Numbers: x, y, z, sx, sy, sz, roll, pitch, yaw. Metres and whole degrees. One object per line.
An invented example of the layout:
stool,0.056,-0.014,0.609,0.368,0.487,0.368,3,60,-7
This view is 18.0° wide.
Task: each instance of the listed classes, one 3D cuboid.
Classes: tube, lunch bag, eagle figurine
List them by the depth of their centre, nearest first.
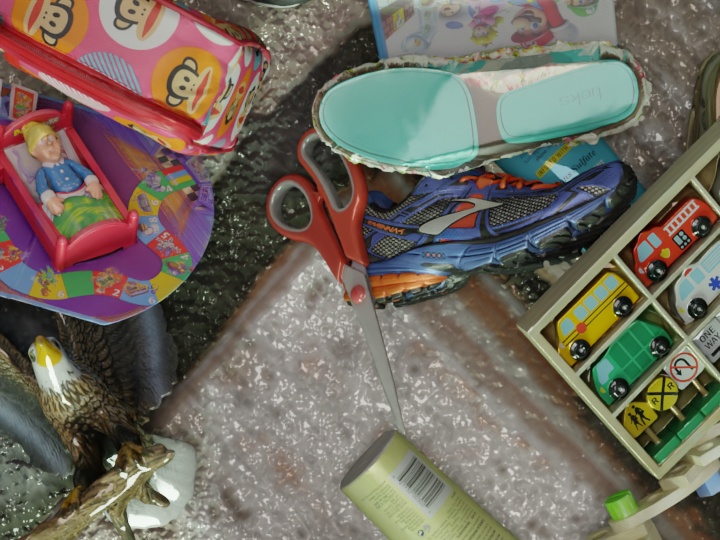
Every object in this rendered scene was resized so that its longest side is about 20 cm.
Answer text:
lunch bag,-0.147,-0.137,1.316,0.175,0.200,0.082,27,92,5
eagle figurine,-0.182,0.063,1.379,0.151,0.151,0.201,-8,50,-32
tube,0.106,-0.084,1.384,0.077,0.050,0.200,-42,84,-9
tube,0.073,0.184,1.395,0.200,0.052,0.058,43,125,-5

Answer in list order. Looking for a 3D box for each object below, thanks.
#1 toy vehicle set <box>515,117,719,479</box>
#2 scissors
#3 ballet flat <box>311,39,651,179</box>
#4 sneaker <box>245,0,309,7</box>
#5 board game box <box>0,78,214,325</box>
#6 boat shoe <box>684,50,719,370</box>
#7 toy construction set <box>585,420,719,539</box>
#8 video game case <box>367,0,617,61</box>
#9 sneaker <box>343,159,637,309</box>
toy vehicle set,0.202,0.007,1.326,0.200,0.027,0.124,-45,106,-3
scissors,0.000,0.000,1.352,0.073,0.014,0.201,-46,54,22
ballet flat,0.071,-0.095,1.335,0.198,0.064,0.076,-3,98,0
sneaker,-0.102,-0.231,1.371,0.200,0.080,0.074,39,93,0
board game box,-0.185,-0.054,1.352,0.198,0.039,0.159,16,51,1
boat shoe,0.227,-0.033,1.374,0.073,0.063,0.202,4,96,-15
toy construction set,0.207,0.188,1.362,0.130,0.092,0.201,-23,85,21
video game case,0.070,-0.185,1.294,0.142,0.201,0.018,-9,49,3
sneaker,0.069,-0.035,1.349,0.199,0.075,0.079,-16,82,25
